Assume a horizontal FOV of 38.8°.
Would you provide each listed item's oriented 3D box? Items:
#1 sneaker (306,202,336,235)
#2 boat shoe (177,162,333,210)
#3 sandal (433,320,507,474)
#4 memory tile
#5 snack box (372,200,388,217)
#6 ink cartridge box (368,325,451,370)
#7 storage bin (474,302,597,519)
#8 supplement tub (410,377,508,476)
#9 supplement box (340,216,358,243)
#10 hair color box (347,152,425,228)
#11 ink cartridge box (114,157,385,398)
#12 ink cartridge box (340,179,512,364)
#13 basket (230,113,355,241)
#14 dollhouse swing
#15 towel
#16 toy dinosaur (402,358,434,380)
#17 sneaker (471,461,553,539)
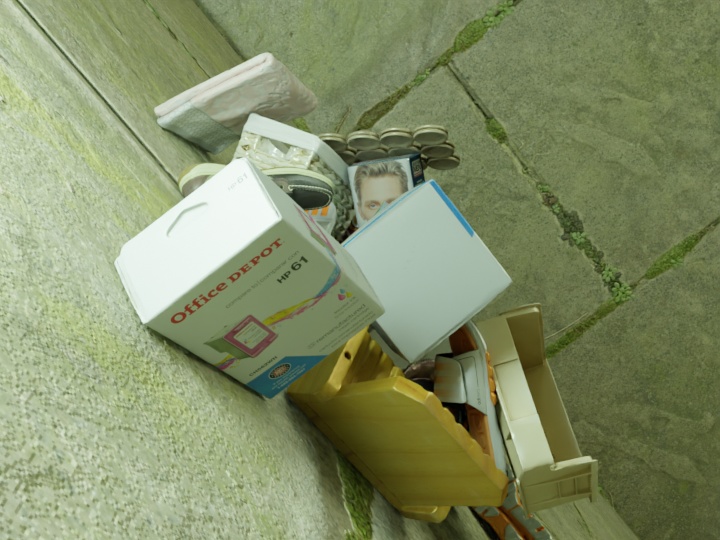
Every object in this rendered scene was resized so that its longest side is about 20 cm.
[{"bbox_3d":[-0.071,0.000,1.374,0.200,0.077,0.112,-69,167,-49],"label":"sneaker"},{"bbox_3d":[-0.125,-0.087,1.262,0.200,0.073,0.065,0,56,-22],"label":"boat shoe"},{"bbox_3d":[0.118,0.153,1.162,0.079,0.059,0.207,142,-62,-70],"label":"sandal"},{"bbox_3d":[0.042,-0.177,1.511,0.153,0.199,0.017,44,45,-67],"label":"memory tile"},{"bbox_3d":[0.000,0.000,1.390,0.053,0.142,0.200,34,22,-3],"label":"snack box"},{"bbox_3d":[0.076,0.106,1.571,0.125,0.128,0.200,50,6,-7],"label":"ink cartridge box"},{"bbox_3d":[0.207,0.170,1.225,0.199,0.094,0.200,67,8,-61],"label":"storage bin"},{"bbox_3d":[0.112,0.223,1.287,0.200,0.107,0.107,45,9,-42],"label":"supplement tub"},{"bbox_3d":[0.010,-0.044,1.616,0.086,0.200,0.110,48,8,-32],"label":"supplement box"},{"bbox_3d":[0.051,-0.065,1.500,0.061,0.100,0.200,-33,114,-65],"label":"hair color box"},{"bbox_3d":[-0.091,0.014,0.894,0.200,0.144,0.085,43,12,-52],"label":"ink cartridge box"},{"bbox_3d":[0.057,0.000,1.174,0.147,0.145,0.200,51,-4,-4],"label":"ink cartridge box"},{"bbox_3d":[-0.097,-0.123,1.510,0.135,0.124,0.200,23,-9,27],"label":"basket"},{"bbox_3d":[0.062,0.135,1.042,0.200,0.176,0.182,49,40,-18],"label":"dollhouse swing"},{"bbox_3d":[-0.174,-0.234,1.473,0.032,0.191,0.200,69,12,13],"label":"towel"},{"bbox_3d":[0.112,0.170,1.443,0.200,0.135,0.086,46,9,-36],"label":"toy dinosaur"},{"bbox_3d":[0.204,0.344,1.449,0.200,0.078,0.077,60,-3,33],"label":"sneaker"}]
